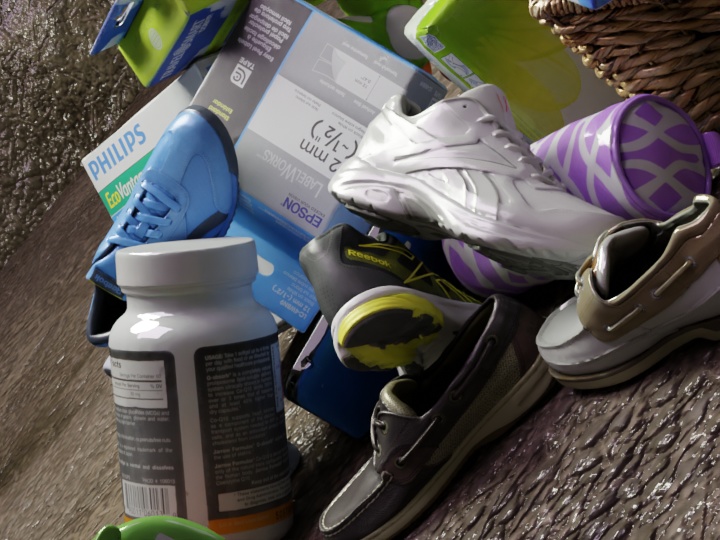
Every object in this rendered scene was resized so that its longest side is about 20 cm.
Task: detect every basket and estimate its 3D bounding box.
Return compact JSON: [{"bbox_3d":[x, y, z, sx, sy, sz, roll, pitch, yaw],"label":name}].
[{"bbox_3d":[0.209,-0.199,1.279,0.143,0.149,0.200,-38,18,36],"label":"basket"}]

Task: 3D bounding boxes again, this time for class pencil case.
[{"bbox_3d":[0.132,-0.043,1.264,0.085,0.084,0.200,-16,-5,-36],"label":"pencil case"}]

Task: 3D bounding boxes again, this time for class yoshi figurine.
[{"bbox_3d":[0.063,-0.208,1.609,0.112,0.199,0.113,-113,26,-43],"label":"yoshi figurine"}]

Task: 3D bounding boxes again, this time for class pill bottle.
[{"bbox_3d":[-0.108,0.082,1.383,0.116,0.201,0.116,-4,5,0],"label":"pill bottle"}]

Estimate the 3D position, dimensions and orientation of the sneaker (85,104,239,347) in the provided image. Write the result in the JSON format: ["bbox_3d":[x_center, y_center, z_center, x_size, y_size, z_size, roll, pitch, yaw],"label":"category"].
[{"bbox_3d":[-0.143,-0.023,1.439,0.078,0.066,0.201,-27,-30,-46],"label":"sneaker"}]

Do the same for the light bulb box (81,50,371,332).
[{"bbox_3d":[-0.085,-0.055,1.610,0.124,0.201,0.198,-26,-4,-40],"label":"light bulb box"}]

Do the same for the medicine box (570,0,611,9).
[{"bbox_3d":[0.145,-0.262,1.255,0.182,0.103,0.200,-31,33,-19],"label":"medicine box"}]

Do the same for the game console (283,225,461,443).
[{"bbox_3d":[0.000,0.000,1.394,0.118,0.171,0.201,27,85,31],"label":"game console"}]

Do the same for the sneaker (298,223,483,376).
[{"bbox_3d":[0.027,0.016,1.267,0.074,0.085,0.200,-34,-19,12],"label":"sneaker"}]

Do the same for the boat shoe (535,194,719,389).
[{"bbox_3d":[0.152,0.006,1.104,0.200,0.068,0.075,-29,26,54],"label":"boat shoe"}]

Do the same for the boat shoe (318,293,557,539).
[{"bbox_3d":[0.038,0.089,1.235,0.200,0.065,0.073,-46,17,16],"label":"boat shoe"}]

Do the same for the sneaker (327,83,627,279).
[{"bbox_3d":[0.075,-0.058,1.201,0.199,0.078,0.100,19,85,32],"label":"sneaker"}]

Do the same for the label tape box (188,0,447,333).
[{"bbox_3d":[-0.053,-0.080,1.446,0.201,0.143,0.066,-59,-24,3],"label":"label tape box"}]

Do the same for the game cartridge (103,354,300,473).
[{"bbox_3d":[-0.126,0.099,1.544,0.042,0.133,0.200,-50,15,-10],"label":"game cartridge"}]

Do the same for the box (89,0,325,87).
[{"bbox_3d":[-0.091,-0.204,1.503,0.199,0.048,0.122,-30,-8,-28],"label":"box"}]

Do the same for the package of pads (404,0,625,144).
[{"bbox_3d":[0.147,-0.184,1.412,0.200,0.154,0.068,-51,15,-10],"label":"package of pads"}]

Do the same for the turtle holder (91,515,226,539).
[{"bbox_3d":[-0.127,0.245,1.249,0.132,0.140,0.187,130,135,-73],"label":"turtle holder"}]
